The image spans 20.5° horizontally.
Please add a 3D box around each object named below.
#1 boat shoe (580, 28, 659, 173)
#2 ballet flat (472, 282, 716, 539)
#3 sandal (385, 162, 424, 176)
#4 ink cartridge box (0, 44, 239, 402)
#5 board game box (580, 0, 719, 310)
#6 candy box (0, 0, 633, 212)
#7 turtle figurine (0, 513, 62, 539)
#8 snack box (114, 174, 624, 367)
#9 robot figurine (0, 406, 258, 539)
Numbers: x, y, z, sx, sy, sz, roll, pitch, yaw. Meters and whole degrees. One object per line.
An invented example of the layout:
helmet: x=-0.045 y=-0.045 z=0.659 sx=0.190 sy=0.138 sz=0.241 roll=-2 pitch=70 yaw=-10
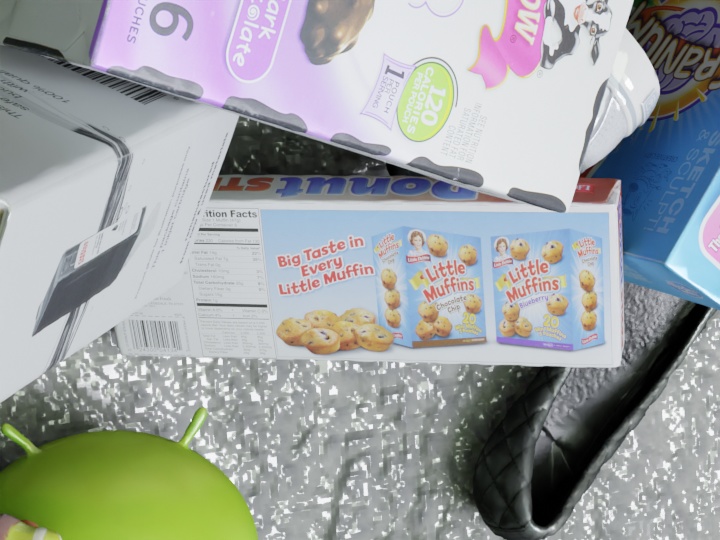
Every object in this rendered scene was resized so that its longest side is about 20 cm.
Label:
boat shoe: x=0.023 y=-0.111 z=0.770 sx=0.200 sy=0.072 sz=0.069 roll=45 pitch=78 yaw=2
ballet flat: x=0.120 y=0.035 z=0.871 sx=0.066 sy=0.057 sz=0.200 roll=36 pitch=83 yaw=-24
sandal: x=0.070 y=-0.111 z=0.841 sx=0.076 sy=0.043 sz=0.200 roll=37 pitch=73 yaw=-28
ink cartridge box: x=-0.143 y=-0.034 z=0.641 sx=0.144 sy=0.200 sz=0.084 roll=24 pitch=108 yaw=10
board game box: x=0.147 y=-0.088 z=0.812 sx=0.040 sy=0.153 sz=0.200 roll=32 pitch=84 yaw=-24
candy box: x=0.003 y=-0.124 z=0.648 sx=0.200 sy=0.071 sz=0.168 roll=14 pitch=93 yaw=-38
turtle figurine: x=-0.187 y=0.062 z=0.713 sx=0.064 sy=0.200 sz=0.162 roll=58 pitch=44 yaw=-60
snack box: x=0.000 y=0.000 z=0.765 sx=0.200 sy=0.024 sz=0.072 roll=1 pitch=119 yaw=11
robot figurine: x=-0.095 y=0.153 z=0.765 sx=0.175 sy=0.116 sz=0.200 roll=-3 pitch=99 yaw=-17
